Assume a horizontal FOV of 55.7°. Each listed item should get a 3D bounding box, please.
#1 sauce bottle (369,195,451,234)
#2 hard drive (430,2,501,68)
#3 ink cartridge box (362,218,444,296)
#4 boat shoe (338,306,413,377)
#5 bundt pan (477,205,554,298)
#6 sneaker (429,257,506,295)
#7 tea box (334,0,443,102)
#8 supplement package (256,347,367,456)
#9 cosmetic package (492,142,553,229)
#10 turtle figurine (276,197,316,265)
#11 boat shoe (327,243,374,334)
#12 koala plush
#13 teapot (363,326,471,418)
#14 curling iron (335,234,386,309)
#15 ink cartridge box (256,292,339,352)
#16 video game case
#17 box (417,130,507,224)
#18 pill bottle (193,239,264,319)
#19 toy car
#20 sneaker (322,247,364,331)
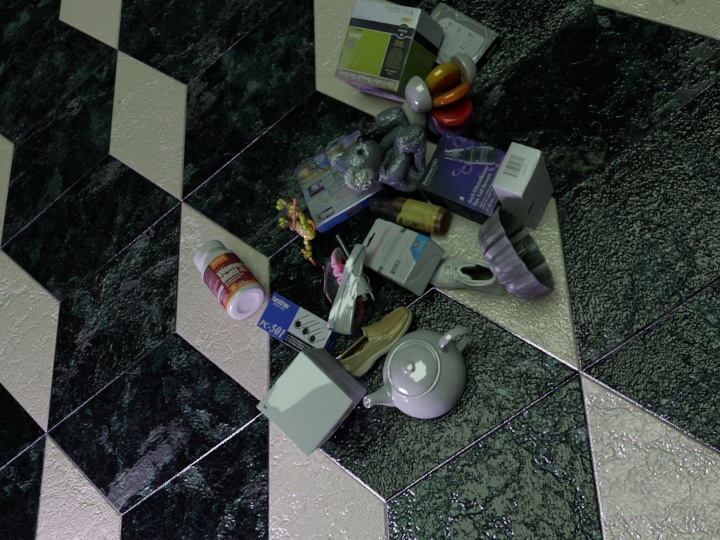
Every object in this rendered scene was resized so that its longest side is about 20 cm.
[{"bbox_3d":[0.114,-0.135,1.597,0.197,0.066,0.067,17,82,31],"label":"sauce bottle"},{"bbox_3d":[0.231,-0.564,1.689,0.199,0.038,0.140,42,94,30],"label":"hard drive"},{"bbox_3d":[0.086,-0.035,1.554,0.199,0.067,0.118,28,87,52],"label":"ink cartridge box"},{"bbox_3d":[0.032,0.150,1.526,0.200,0.076,0.072,-48,26,4],"label":"boat shoe"},{"bbox_3d":[0.312,-0.027,1.400,0.075,0.200,0.205,-36,62,25],"label":"bundt pan"},{"bbox_3d":[0.216,0.000,1.476,0.196,0.115,0.076,8,79,28],"label":"sneaker"},{"bbox_3d":[0.069,-0.534,1.673,0.197,0.133,0.201,23,98,32],"label":"tea box"},{"bbox_3d":[-0.098,0.276,1.469,0.150,0.200,0.153,41,93,10],"label":"supplement package"},{"bbox_3d":[0.342,-0.172,1.421,0.073,0.200,0.103,24,85,29],"label":"cosmetic package"},{"bbox_3d":[-0.151,-0.121,1.675,0.064,0.203,0.161,-31,41,-16],"label":"turtle figurine"},{"bbox_3d":[-0.005,0.046,1.523,0.084,0.075,0.206,17,79,10],"label":"boat shoe"},{"bbox_3d":[0.037,-0.249,1.568,0.196,0.187,0.178,-17,35,-13],"label":"koala plush"},{"bbox_3d":[0.128,0.210,1.435,0.193,0.146,0.205,7,76,26],"label":"teapot"},{"bbox_3d":[0.000,0.000,1.590,0.202,0.025,0.050,58,143,9],"label":"curling iron"},{"bbox_3d":[-0.151,0.139,1.645,0.197,0.044,0.096,26,84,29],"label":"ink cartridge box"},{"bbox_3d":[-0.051,-0.223,1.710,0.197,0.045,0.185,-28,66,15],"label":"video game case"},{"bbox_3d":[0.251,-0.200,1.528,0.197,0.104,0.151,25,86,29],"label":"box"},{"bbox_3d":[-0.338,0.019,1.734,0.110,0.109,0.200,-47,61,5],"label":"pill bottle"},{"bbox_3d":[0.197,-0.383,1.570,0.173,0.200,0.152,-30,80,-8],"label":"toy car"},{"bbox_3d":[-0.050,0.054,1.620,0.095,0.078,0.205,-25,66,46],"label":"sneaker"}]
